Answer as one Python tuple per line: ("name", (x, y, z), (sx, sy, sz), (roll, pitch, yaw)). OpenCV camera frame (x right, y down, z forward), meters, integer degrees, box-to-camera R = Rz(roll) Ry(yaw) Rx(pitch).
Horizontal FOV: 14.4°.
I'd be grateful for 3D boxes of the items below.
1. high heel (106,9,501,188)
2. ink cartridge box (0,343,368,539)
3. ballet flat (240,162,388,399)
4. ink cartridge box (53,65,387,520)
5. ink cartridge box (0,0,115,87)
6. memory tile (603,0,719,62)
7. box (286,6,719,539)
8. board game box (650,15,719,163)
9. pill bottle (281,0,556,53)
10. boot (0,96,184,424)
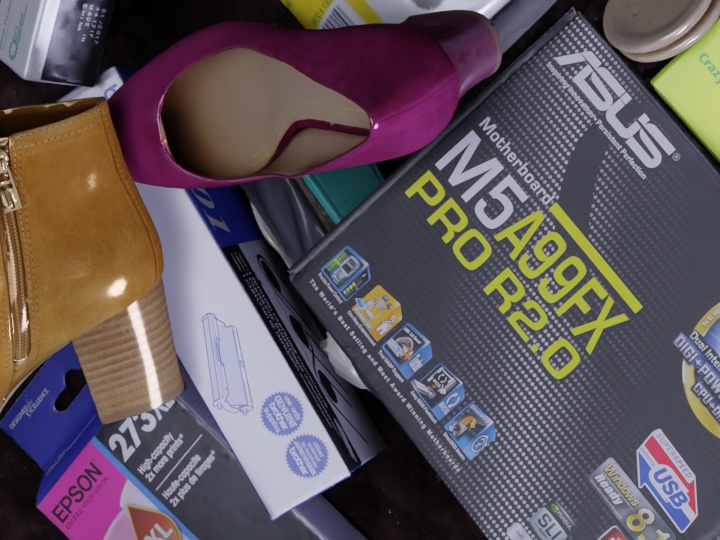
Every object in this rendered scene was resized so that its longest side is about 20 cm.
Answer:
("high heel", (-0.046, -0.061, 1.120), (0.200, 0.096, 0.068), (-17, 101, 35))
("ink cartridge box", (-0.079, 0.110, 1.313), (0.200, 0.037, 0.095), (44, 114, 11))
("ballet flat", (0.000, 0.000, 1.246), (0.073, 0.073, 0.200), (-31, 94, 24))
("ink cartridge box", (-0.063, 0.007, 1.248), (0.044, 0.094, 0.200), (-31, 88, 10))
("ink cartridge box", (-0.158, -0.158, 1.255), (0.200, 0.039, 0.100), (39, 119, 52))
("memory tile", (0.179, -0.168, 1.103), (0.200, 0.154, 0.017), (-26, 130, 24))
("box", (0.090, 0.025, 1.110), (0.160, 0.044, 0.200), (-42, 70, 11))
("board game box", (0.205, -0.017, 1.130), (0.048, 0.102, 0.200), (-42, 83, 16))
("pill bottle", (-0.009, -0.170, 1.185), (0.114, 0.114, 0.200), (-44, 83, 23))
("boot", (-0.180, 0.010, 1.183), (0.201, 0.071, 0.144), (-18, 107, 2))
